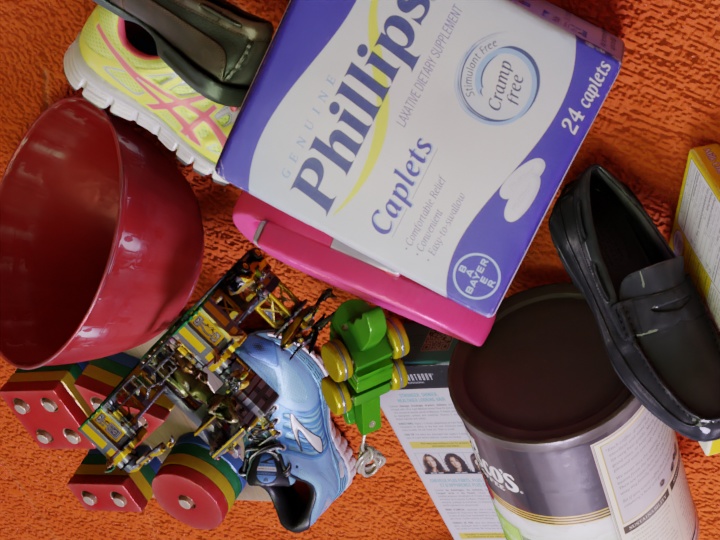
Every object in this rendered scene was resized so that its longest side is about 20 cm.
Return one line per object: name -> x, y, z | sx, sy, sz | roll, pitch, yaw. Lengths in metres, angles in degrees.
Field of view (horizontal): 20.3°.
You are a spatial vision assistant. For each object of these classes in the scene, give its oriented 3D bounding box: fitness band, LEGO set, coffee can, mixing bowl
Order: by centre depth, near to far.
fitness band -> 0.000, 0.000, 1.384 | 0.199, 0.038, 0.144 | 24, 175, 22
coffee can -> 0.157, 0.130, 1.442 | 0.145, 0.147, 0.201 | 3, 138, 25
mixing bowl -> -0.184, -0.018, 1.479 | 0.108, 0.201, 0.200 | 14, 149, -35
LEGO set -> -0.102, 0.088, 1.489 | 0.116, 0.154, 0.200 | 44, 117, -4

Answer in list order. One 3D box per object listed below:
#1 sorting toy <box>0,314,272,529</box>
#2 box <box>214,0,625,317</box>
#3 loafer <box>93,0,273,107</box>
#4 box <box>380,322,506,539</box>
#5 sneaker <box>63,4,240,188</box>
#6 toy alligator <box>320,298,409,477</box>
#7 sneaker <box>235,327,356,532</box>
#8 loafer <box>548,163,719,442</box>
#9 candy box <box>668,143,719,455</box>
sorting toy -> -0.189, 0.135, 1.687 | 0.198, 0.070, 0.201 | -3, 130, 38
box -> 0.037, -0.102, 1.257 | 0.199, 0.105, 0.185 | 27, 106, 1
loafer -> -0.129, -0.190, 1.324 | 0.200, 0.072, 0.063 | 43, 122, 21
box -> 0.079, 0.128, 1.565 | 0.082, 0.049, 0.201 | -4, 130, 31
sneaker -> -0.107, -0.128, 1.389 | 0.199, 0.078, 0.091 | 26, 130, -3
toy alligator -> -0.003, 0.078, 1.489 | 0.054, 0.059, 0.201 | 57, 159, 33
sneaker -> -0.062, 0.130, 1.612 | 0.078, 0.090, 0.201 | -3, 129, 30
loafer -> 0.188, 0.020, 1.317 | 0.201, 0.068, 0.071 | 61, 156, 25
candy box -> 0.235, 0.022, 1.345 | 0.026, 0.103, 0.201 | -14, 139, -16
